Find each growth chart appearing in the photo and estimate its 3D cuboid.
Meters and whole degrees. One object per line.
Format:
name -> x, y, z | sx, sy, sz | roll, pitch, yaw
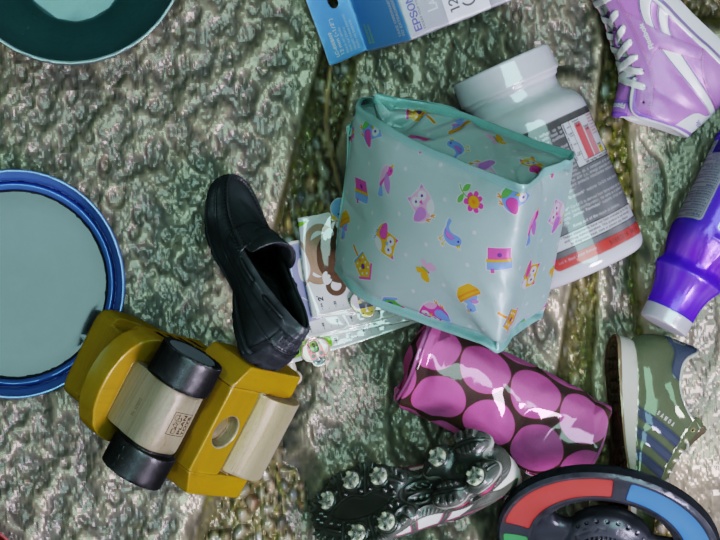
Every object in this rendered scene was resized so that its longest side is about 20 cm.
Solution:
growth chart -> 0.000, 0.000, 1.701 | 0.199, 0.018, 0.146 | -23, 91, -7

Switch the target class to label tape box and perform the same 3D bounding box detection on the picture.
label tape box -> 0.045, -0.284, 1.666 | 0.199, 0.066, 0.144 | -24, 103, -14

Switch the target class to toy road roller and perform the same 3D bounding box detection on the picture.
toy road roller -> -0.164, 0.107, 1.622 | 0.146, 0.199, 0.124 | 34, 99, 35

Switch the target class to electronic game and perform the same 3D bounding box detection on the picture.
electronic game -> 0.219, 0.241, 1.653 | 0.199, 0.201, 0.042 | 23, 46, -6

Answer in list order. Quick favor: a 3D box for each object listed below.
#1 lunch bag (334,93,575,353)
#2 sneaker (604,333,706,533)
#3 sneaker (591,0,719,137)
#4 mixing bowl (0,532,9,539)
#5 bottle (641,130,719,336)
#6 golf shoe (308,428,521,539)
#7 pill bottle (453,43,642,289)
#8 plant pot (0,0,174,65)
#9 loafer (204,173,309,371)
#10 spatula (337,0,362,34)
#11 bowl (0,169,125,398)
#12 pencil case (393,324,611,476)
lunch bag -> 0.069, -0.047, 1.611 | 0.199, 0.122, 0.172 | 22, 120, 27
sneaker -> 0.276, 0.157, 1.705 | 0.089, 0.067, 0.202 | -2, 91, -8
sneaker -> 0.248, -0.205, 1.707 | 0.200, 0.073, 0.114 | 41, 88, -5
mixing bowl -> -0.369, 0.298, 1.607 | 0.198, 0.108, 0.202 | 0, 90, -7
bottle -> 0.322, -0.038, 1.706 | 0.065, 0.084, 0.201 | 28, 85, -6
golf shoe -> 0.050, 0.208, 1.664 | 0.199, 0.088, 0.078 | -20, 61, 24
pill bottle -> 0.165, -0.092, 1.672 | 0.115, 0.116, 0.201 | -23, 92, -6
plant pot -> -0.250, -0.272, 1.615 | 0.198, 0.135, 0.202 | 0, 90, -7
loafer -> -0.086, -0.008, 1.625 | 0.070, 0.068, 0.202 | -39, 50, 29
spatula -> 0.035, -0.302, 1.706 | 0.056, 0.021, 0.201 | 31, 87, -12
bowl -> -0.308, 0.012, 1.653 | 0.199, 0.039, 0.203 | 0, 89, -7
pencil case -> 0.126, 0.125, 1.683 | 0.199, 0.091, 0.094 | 28, 120, -4
